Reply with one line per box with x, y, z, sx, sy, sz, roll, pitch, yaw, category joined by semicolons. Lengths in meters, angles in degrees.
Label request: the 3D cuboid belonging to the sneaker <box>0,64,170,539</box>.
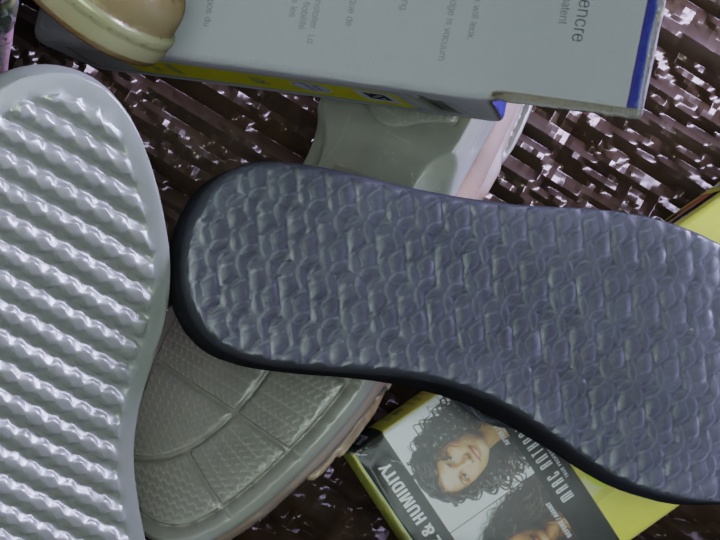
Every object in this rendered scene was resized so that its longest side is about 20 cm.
-0.105;0.031;0.739;0.075;0.105;0.201;-13;115;-26;sneaker

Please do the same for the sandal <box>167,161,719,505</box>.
0.041;0.013;0.745;0.199;0.043;0.077;19;79;-15;sandal

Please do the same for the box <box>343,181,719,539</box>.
0.095;0.028;0.802;0.199;0.050;0.075;-34;92;-6;box

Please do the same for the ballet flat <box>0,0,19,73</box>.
-0.131;-0.044;0.740;0.069;0.200;0.071;1;50;-13;ballet flat

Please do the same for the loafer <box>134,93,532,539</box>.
0.000;0.000;0.789;0.072;0.063;0.201;29;88;30;loafer

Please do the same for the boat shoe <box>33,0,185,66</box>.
-0.093;-0.151;0.745;0.063;0.073;0.201;-34;69;21;boat shoe

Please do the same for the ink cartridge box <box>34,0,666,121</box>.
0.014;-0.147;0.757;0.199;0.047;0.199;10;85;25;ink cartridge box
